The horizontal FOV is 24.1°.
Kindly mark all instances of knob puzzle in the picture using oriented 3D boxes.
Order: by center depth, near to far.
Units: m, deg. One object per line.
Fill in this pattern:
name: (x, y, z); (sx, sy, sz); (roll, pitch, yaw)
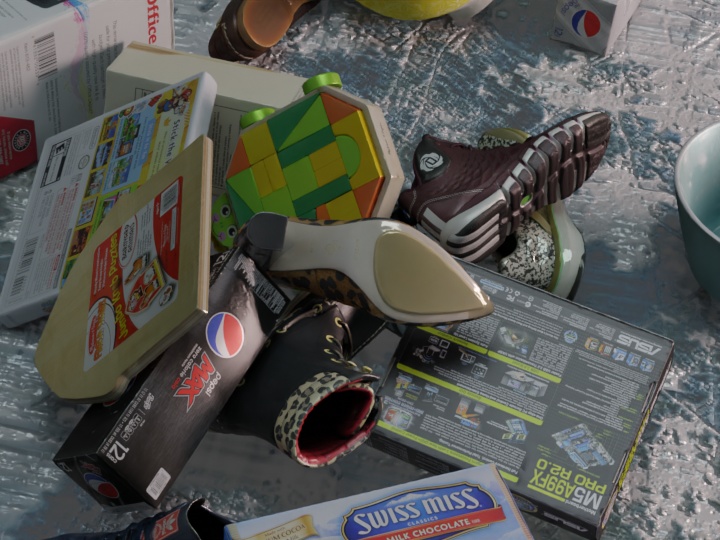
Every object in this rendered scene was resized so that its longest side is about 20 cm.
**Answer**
knob puzzle: (-0.172, 0.020, 1.254); (0.030, 0.219, 0.221); (32, 34, -32)

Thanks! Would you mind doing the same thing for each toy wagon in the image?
toy wagon: (-0.057, -0.063, 1.395); (0.039, 0.199, 0.156); (2, 66, -59)

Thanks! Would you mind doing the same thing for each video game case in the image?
video game case: (-0.207, -0.059, 1.392); (0.181, 0.023, 0.201); (-19, 44, 28)

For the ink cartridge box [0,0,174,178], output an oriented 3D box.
ink cartridge box: (-0.270, -0.193, 1.517); (0.199, 0.147, 0.083); (-30, 52, -31)

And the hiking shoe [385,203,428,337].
hiking shoe: (0.029, -0.007, 1.401); (0.199, 0.087, 0.074); (31, 50, 23)

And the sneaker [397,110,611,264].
sneaker: (0.111, -0.096, 1.408); (0.199, 0.076, 0.115); (-35, 54, -30)

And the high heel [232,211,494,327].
high heel: (0.000, 0.000, 1.300); (0.198, 0.143, 0.072); (19, 82, -6)

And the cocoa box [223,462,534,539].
cocoa box: (0.017, 0.235, 1.123); (0.198, 0.134, 0.132); (-11, 46, -17)

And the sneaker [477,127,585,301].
sneaker: (0.126, -0.056, 1.453); (0.088, 0.077, 0.201); (8, 40, -26)

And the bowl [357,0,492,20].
bowl: (0.088, -0.315, 1.686); (0.108, 0.199, 0.201); (44, 40, -23)

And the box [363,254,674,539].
box: (0.121, 0.094, 1.299); (0.199, 0.044, 0.161); (20, 70, 15)

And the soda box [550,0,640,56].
soda box: (0.262, -0.307, 1.741); (0.063, 0.069, 0.200); (21, 46, 15)

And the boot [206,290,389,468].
boot: (-0.017, 0.073, 1.284); (0.203, 0.074, 0.153); (-33, 26, -25)

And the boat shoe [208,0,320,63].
boat shoe: (-0.085, -0.272, 1.669); (0.071, 0.070, 0.200); (52, 47, -13)

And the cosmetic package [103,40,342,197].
cosmetic package: (-0.123, -0.125, 1.488); (0.198, 0.106, 0.071); (14, 32, 7)

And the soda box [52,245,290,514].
soda box: (-0.135, 0.079, 1.230); (0.063, 0.071, 0.201); (46, 56, -21)

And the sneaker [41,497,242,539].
sneaker: (-0.145, 0.196, 1.181); (0.198, 0.085, 0.075); (0, 45, -5)

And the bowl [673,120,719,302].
bowl: (0.357, -0.032, 1.447); (0.199, 0.106, 0.202); (3, 45, -3)
